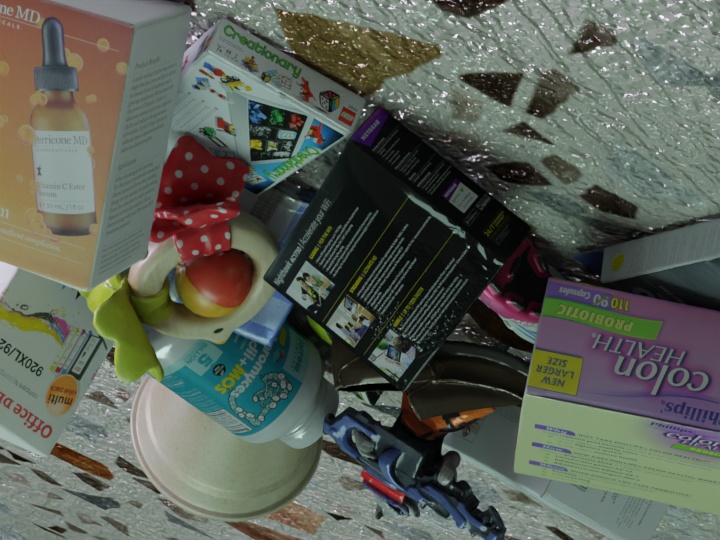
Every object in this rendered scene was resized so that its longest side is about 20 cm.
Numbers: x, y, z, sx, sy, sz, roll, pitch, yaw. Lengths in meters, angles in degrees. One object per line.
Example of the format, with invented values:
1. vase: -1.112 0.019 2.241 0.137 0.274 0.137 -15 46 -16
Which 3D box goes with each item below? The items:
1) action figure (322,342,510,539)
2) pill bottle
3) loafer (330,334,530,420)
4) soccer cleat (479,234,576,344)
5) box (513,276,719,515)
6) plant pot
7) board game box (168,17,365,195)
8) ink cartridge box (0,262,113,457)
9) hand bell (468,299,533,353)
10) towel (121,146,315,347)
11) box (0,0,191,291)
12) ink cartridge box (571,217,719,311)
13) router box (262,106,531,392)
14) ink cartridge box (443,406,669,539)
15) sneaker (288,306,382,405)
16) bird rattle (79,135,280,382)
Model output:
1. action figure: 0.079 0.155 1.870 0.200 0.194 0.104 40 -157 15
2. pill bottle: -0.111 0.081 1.872 0.200 0.111 0.110 37 155 -31
3. loafer: 0.066 0.097 1.770 0.199 0.071 0.073 12 167 10
4. soccer cleat: 0.129 0.021 1.691 0.200 0.070 0.086 34 156 -30
5. box: 0.215 0.101 1.616 0.175 0.097 0.200 11 159 7
6. plant pot: -0.116 0.118 2.050 0.199 0.201 0.184 23 148 -1
7. board game box: -0.092 -0.122 1.614 0.126 0.035 0.200 29 159 -16
8. ink cartridge box: -0.309 0.032 1.822 0.144 0.201 0.147 19 164 40
9. hand bell: 0.175 0.077 1.793 0.199 0.104 0.104 30 161 14
10. towel: -0.130 -0.030 1.743 0.199 0.147 0.024 24 -163 -18
11. box: -0.226 -0.110 1.523 0.151 0.201 0.106 17 -161 14
12. ink cartridge box: 0.287 0.035 1.605 0.197 0.047 0.200 31 155 -24
13. router box: 0.024 -0.012 1.613 0.149 0.051 0.200 39 140 3
14. ink cartridge box: 0.196 0.183 1.927 0.175 0.084 0.200 32 175 -29
15. sneaker: -0.020 0.056 1.951 0.081 0.074 0.200 20 155 32
16. bird rattle: -0.138 -0.009 1.698 0.162 0.201 0.113 17 -156 -41
